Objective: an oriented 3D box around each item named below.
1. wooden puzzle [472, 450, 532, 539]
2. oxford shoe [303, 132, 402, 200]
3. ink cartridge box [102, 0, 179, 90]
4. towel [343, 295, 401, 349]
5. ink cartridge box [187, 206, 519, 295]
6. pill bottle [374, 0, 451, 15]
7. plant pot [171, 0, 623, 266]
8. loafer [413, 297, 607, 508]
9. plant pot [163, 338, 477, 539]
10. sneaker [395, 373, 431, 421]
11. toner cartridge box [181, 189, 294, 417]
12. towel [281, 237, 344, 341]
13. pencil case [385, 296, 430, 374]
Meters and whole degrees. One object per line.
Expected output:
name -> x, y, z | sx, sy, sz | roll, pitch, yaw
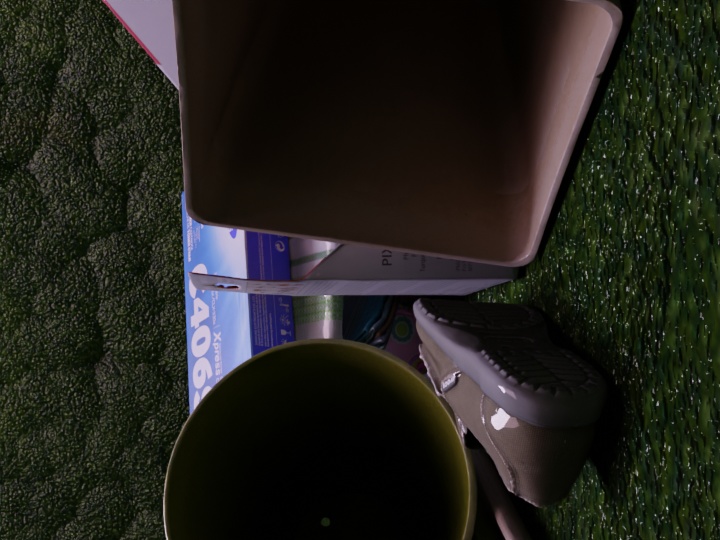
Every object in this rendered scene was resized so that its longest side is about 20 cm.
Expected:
wooden puzzle -> 0.074, 0.223, 0.712 | 0.185, 0.037, 0.203 | -114, 24, -75
oxford shoe -> -0.037, -0.054, 0.755 | 0.200, 0.070, 0.073 | 165, 91, -73
ink cartridge box -> -0.086, -0.212, 0.822 | 0.085, 0.148, 0.201 | -32, 18, 35
towel -> 0.000, 0.000, 0.920 | 0.146, 0.022, 0.202 | -35, 29, 48
ink cartridge box -> -0.010, -0.010, 0.736 | 0.160, 0.196, 0.048 | 146, 125, -82
pill bottle -> 0.029, -0.163, 0.773 | 0.113, 0.111, 0.203 | -107, 18, -69
plant pot -> 0.016, -0.143, 0.604 | 0.201, 0.196, 0.179 | 99, 178, -57
loafer -> 0.067, 0.062, 0.590 | 0.200, 0.074, 0.071 | -117, 32, -76
plant pot -> -0.014, 0.170, 0.746 | 0.201, 0.184, 0.190 | 76, -170, -64
sneaker -> 0.052, 0.125, 0.833 | 0.201, 0.069, 0.081 | 89, 169, -70
toner cartridge box -> -0.096, 0.018, 0.877 | 0.095, 0.043, 0.203 | -28, 61, 46
towel -> -0.052, 0.005, 0.882 | 0.148, 0.030, 0.204 | -12, 73, 52
pencil case -> 0.018, 0.026, 0.989 | 0.201, 0.086, 0.089 | -101, 12, -65
